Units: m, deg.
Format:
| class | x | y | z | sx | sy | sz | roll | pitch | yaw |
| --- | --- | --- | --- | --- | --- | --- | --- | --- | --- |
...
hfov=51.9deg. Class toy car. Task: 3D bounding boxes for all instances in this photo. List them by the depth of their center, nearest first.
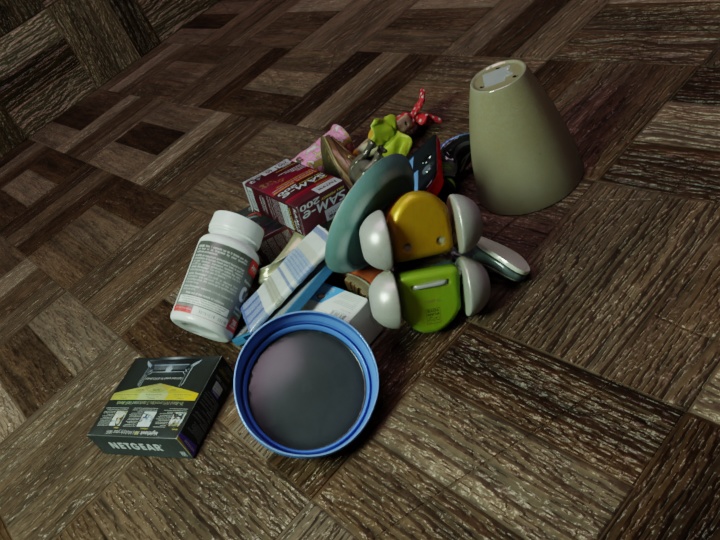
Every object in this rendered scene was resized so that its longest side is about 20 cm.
| class | x | y | z | sx | sy | sz | roll | pitch | yaw |
| --- | --- | --- | --- | --- | --- | --- | --- | --- | --- |
| toy car | 0.087 | -0.016 | 1.074 | 0.171 | 0.205 | 0.150 | -11 | 10 | -6 |

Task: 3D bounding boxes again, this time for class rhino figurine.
| class | x | y | z | sx | sy | sz | roll | pitch | yaw |
| --- | --- | --- | --- | --- | --- | --- | --- | --- | --- |
| rhino figurine | 0.021 | -0.164 | 1.306 | 0.088 | 0.059 | 0.201 | -53 | 21 | 16 |

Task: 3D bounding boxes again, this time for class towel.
| class | x | y | z | sx | sy | sz | roll | pitch | yaw |
| --- | --- | --- | --- | --- | --- | --- | --- | --- | --- |
| towel | -0.114 | 0.011 | 1.189 | 0.200 | 0.024 | 0.147 | -47 | 18 | -2 |

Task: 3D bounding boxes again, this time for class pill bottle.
| class | x | y | z | sx | sy | sz | roll | pitch | yaw |
| --- | --- | --- | --- | --- | --- | --- | --- | --- | --- |
| pill bottle | -0.240 | 0.009 | 1.273 | 0.112 | 0.114 | 0.204 | 4 | 69 | 38 |

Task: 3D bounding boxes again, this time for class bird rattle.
| class | x | y | z | sx | sy | sz | roll | pitch | yaw |
| --- | --- | --- | --- | --- | --- | --- | --- | --- | --- |
| bird rattle | 0.062 | -0.288 | 1.513 | 0.161 | 0.113 | 0.201 | -18 | 29 | 44 |

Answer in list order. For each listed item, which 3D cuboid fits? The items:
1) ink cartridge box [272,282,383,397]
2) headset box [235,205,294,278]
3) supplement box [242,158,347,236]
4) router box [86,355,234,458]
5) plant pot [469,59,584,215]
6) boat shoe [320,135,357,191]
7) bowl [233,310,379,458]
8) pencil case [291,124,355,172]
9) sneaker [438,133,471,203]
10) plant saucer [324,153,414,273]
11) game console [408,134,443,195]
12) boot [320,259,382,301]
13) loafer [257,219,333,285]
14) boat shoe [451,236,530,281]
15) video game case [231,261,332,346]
| class | x | y | z | sx | sy | sz | roll | pitch | yaw |
| --- | --- | --- | --- | --- | --- | --- | --- | --- | --- |
| ink cartridge box | -0.075 | 0.120 | 1.110 | 0.115 | 0.069 | 0.200 | 17 | 55 | 47 |
| headset box | -0.176 | -0.073 | 1.421 | 0.197 | 0.076 | 0.150 | -26 | 34 | 3 |
| supplement box | -0.118 | -0.136 | 1.335 | 0.108 | 0.062 | 0.199 | -32 | 35 | -25 |
| router box | -0.314 | 0.213 | 1.175 | 0.196 | 0.053 | 0.159 | -5 | 42 | 30 |
| plant pot | 0.250 | -0.229 | 1.208 | 0.184 | 0.202 | 0.189 | -19 | 35 | 14 |
| boat shoe | -0.023 | -0.194 | 1.454 | 0.066 | 0.073 | 0.202 | -17 | 52 | -17 |
| bowl | -0.073 | 0.155 | 1.004 | 0.196 | 0.040 | 0.205 | 1 | 64 | -2 |
| pencil case | -0.100 | -0.223 | 1.554 | 0.199 | 0.083 | 0.086 | -40 | 52 | -16 |
| sneaker | 0.150 | -0.158 | 1.310 | 0.082 | 0.071 | 0.200 | 21 | 65 | 47 |
| plant saucer | 0.022 | -0.077 | 1.099 | 0.027 | 0.202 | 0.200 | 34 | 65 | 21 |
| game console | 0.063 | -0.130 | 1.271 | 0.199 | 0.031 | 0.179 | -40 | 28 | 28 |
| boot | 0.000 | 0.000 | 1.218 | 0.106 | 0.076 | 0.199 | -32 | 37 | -21 |
| loafer | -0.105 | -0.040 | 1.316 | 0.198 | 0.069 | 0.076 | -32 | -3 | -18 |
| boat shoe | 0.178 | -0.020 | 1.136 | 0.199 | 0.072 | 0.063 | 35 | 111 | 45 |
| video game case | -0.126 | 0.055 | 1.199 | 0.144 | 0.018 | 0.199 | -51 | 14 | -29 |
